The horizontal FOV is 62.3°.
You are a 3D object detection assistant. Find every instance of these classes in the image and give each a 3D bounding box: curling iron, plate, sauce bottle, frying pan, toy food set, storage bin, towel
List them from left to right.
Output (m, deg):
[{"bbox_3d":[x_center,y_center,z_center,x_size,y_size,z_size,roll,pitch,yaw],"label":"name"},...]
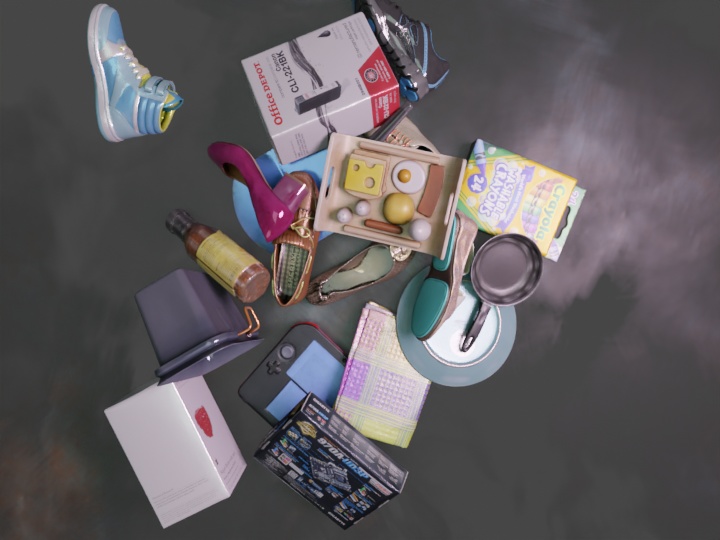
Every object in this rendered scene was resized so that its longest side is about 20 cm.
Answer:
[{"bbox_3d":[-0.238,0.072,0.894,0.144,0.200,0.136,-29,84,4],"label":"storage bin"},{"bbox_3d":[-0.224,-0.029,0.915,0.199,0.066,0.066,38,95,23],"label":"sauce bottle"},{"bbox_3d":[0.011,-0.168,0.893,0.049,0.026,0.201,39,104,2],"label":"curling iron"},{"bbox_3d":[0.039,-0.107,0.854,0.197,0.060,0.146,13,102,7],"label":"toy food set"},{"bbox_3d":[0.044,0.165,0.947,0.141,0.023,0.203,19,83,-6],"label":"towel"},{"bbox_3d":[0.155,0.083,0.942,0.196,0.026,0.204,0,86,-6],"label":"plate"},{"bbox_3d":[0.217,0.034,0.914,0.113,0.031,0.193,2,108,-7],"label":"frying pan"}]

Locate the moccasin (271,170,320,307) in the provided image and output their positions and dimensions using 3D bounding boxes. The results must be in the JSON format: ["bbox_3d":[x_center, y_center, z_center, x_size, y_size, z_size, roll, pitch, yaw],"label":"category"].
[{"bbox_3d":[-0.103,-0.047,0.900,0.072,0.078,0.205,14,101,3],"label":"moccasin"}]

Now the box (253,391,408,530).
[{"bbox_3d":[-0.050,0.302,0.931,0.199,0.046,0.159,40,125,-4],"label":"box"}]

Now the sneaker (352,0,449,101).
[{"bbox_3d":[0.059,-0.362,0.915,0.081,0.073,0.202,-34,98,-12],"label":"sneaker"}]

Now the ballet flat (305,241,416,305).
[{"bbox_3d":[0.000,0.000,0.947,0.198,0.046,0.068,-26,94,4],"label":"ballet flat"}]

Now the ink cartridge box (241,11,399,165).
[{"bbox_3d":[-0.058,-0.266,0.879,0.197,0.084,0.146,-23,71,-2],"label":"ink cartridge box"}]

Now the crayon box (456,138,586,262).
[{"bbox_3d":[0.246,-0.106,0.929,0.197,0.052,0.128,22,95,0],"label":"crayon box"}]

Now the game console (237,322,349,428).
[{"bbox_3d":[-0.077,0.203,0.973,0.200,0.031,0.177,43,94,-1],"label":"game console"}]

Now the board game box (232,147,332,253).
[{"bbox_3d":[-0.100,-0.120,0.948,0.198,0.039,0.160,-29,98,9],"label":"board game box"}]

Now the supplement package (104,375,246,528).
[{"bbox_3d":[-0.285,0.266,0.939,0.118,0.121,0.202,-26,94,4],"label":"supplement package"}]

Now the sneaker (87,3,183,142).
[{"bbox_3d":[-0.341,-0.305,0.921,0.128,0.080,0.204,-1,104,4],"label":"sneaker"}]

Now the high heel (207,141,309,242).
[{"bbox_3d":[-0.172,-0.119,0.863,0.198,0.068,0.097,27,74,30],"label":"high heel"}]

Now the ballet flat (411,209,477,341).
[{"bbox_3d":[0.134,0.013,0.896,0.066,0.068,0.203,10,101,-37],"label":"ballet flat"}]

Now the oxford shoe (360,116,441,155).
[{"bbox_3d":[0.067,-0.198,0.916,0.199,0.074,0.071,37,97,0],"label":"oxford shoe"}]
